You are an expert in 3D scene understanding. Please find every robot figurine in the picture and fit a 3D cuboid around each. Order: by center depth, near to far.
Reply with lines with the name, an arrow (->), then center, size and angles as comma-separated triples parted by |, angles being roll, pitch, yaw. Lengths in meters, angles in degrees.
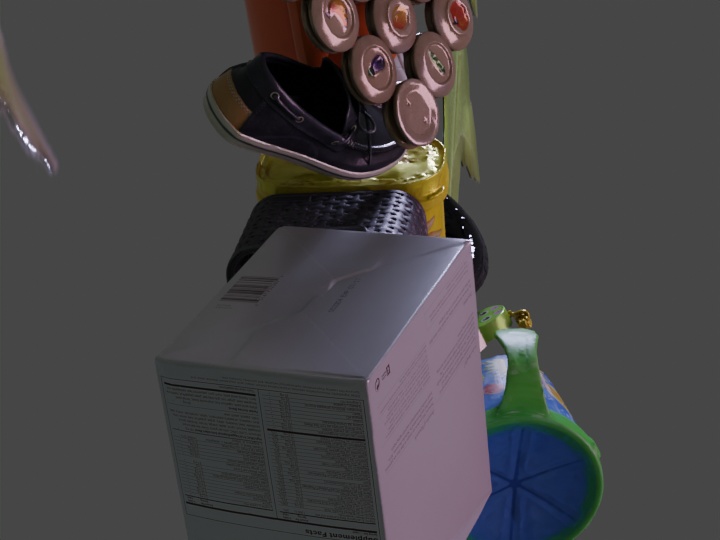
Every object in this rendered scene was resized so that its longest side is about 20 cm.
robot figurine -> -0.033, -0.217, 1.217 | 0.144, 0.116, 0.200 | -35, 129, -37

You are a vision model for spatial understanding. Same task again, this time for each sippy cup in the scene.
sippy cup -> 0.117, 0.139, 1.283 | 0.178, 0.139, 0.130 | -49, -160, 20

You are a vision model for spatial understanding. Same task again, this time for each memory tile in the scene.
memory tile -> 0.011, -0.197, 1.143 | 0.200, 0.017, 0.154 | 48, 50, -33

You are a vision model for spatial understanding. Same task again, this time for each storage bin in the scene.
storage bin -> -0.015, 0.050, 1.200 | 0.094, 0.135, 0.201 | -72, 158, -62

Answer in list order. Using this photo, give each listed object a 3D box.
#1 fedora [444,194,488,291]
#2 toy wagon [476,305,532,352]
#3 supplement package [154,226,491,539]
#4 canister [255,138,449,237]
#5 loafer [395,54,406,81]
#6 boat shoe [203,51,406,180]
fedora -> 0.021, -0.014, 1.475 | 0.201, 0.200, 0.092 | -78, -167, -55
toy wagon -> 0.055, 0.074, 1.422 | 0.040, 0.200, 0.155 | 62, 3, -13
supplement package -> -0.016, 0.104, 1.054 | 0.191, 0.147, 0.201 | -49, 138, -55
canister -> 0.000, 0.000, 1.281 | 0.087, 0.148, 0.200 | -79, 166, -58
loafer -> 0.008, -0.163, 1.384 | 0.070, 0.070, 0.201 | 132, -55, -72
boat shoe -> -0.025, -0.113, 1.148 | 0.200, 0.062, 0.075 | 9, 48, -50
